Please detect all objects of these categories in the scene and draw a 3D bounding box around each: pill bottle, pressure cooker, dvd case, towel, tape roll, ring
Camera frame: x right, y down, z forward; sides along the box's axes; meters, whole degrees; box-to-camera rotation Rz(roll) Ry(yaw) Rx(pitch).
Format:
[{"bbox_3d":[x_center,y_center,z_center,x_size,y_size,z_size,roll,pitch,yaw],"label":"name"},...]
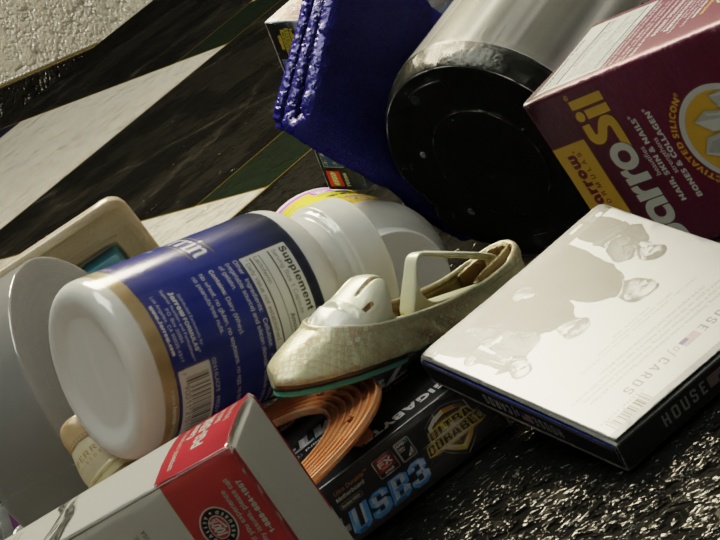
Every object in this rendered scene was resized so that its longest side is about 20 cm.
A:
[{"bbox_3d":[-0.081,0.030,1.688,0.200,0.116,0.116,-22,5,-31],"label":"pill bottle"},{"bbox_3d":[0.129,-0.134,1.854,0.176,0.179,0.200,-42,9,50],"label":"pressure cooker"},{"bbox_3d":[0.141,0.033,1.524,0.150,0.025,0.200,-39,29,-17],"label":"dvd case"},{"bbox_3d":[0.000,0.000,1.892,0.104,0.104,0.200,-37,14,-9],"label":"pill bottle"},{"bbox_3d":[0.022,-0.122,1.897,0.049,0.200,0.148,-7,64,40],"label":"towel"},{"bbox_3d":[-0.191,0.093,1.825,0.066,0.200,0.200,-31,14,21],"label":"tape roll"},{"bbox_3d":[-0.068,0.128,1.603,0.200,0.019,0.200,-34,13,9],"label":"ring"}]

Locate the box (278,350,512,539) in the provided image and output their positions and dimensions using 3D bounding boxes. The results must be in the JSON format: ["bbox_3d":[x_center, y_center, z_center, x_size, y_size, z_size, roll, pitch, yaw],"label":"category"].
[{"bbox_3d":[-0.027,0.122,1.665,0.200,0.050,0.198,-38,13,-10],"label":"box"}]

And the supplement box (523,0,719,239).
[{"bbox_3d":[0.221,-0.102,1.661,0.200,0.131,0.103,-21,19,47],"label":"supplement box"}]

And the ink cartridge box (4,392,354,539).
[{"bbox_3d":[-0.104,0.180,1.432,0.200,0.147,0.083,-30,13,15],"label":"ink cartridge box"}]

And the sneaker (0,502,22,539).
[{"bbox_3d":[-0.271,0.169,1.879,0.078,0.140,0.200,-19,21,49],"label":"sneaker"}]

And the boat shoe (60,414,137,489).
[{"bbox_3d":[-0.121,0.106,1.769,0.071,0.065,0.200,-47,-17,17],"label":"boat shoe"}]

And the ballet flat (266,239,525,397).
[{"bbox_3d":[0.020,0.024,1.636,0.200,0.063,0.067,-16,12,-37],"label":"ballet flat"}]

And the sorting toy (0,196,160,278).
[{"bbox_3d":[-0.194,0.067,1.944,0.185,0.200,0.036,-33,29,7],"label":"sorting toy"}]

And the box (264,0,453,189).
[{"bbox_3d":[0.023,-0.167,1.961,0.040,0.137,0.200,2,34,39],"label":"box"}]
